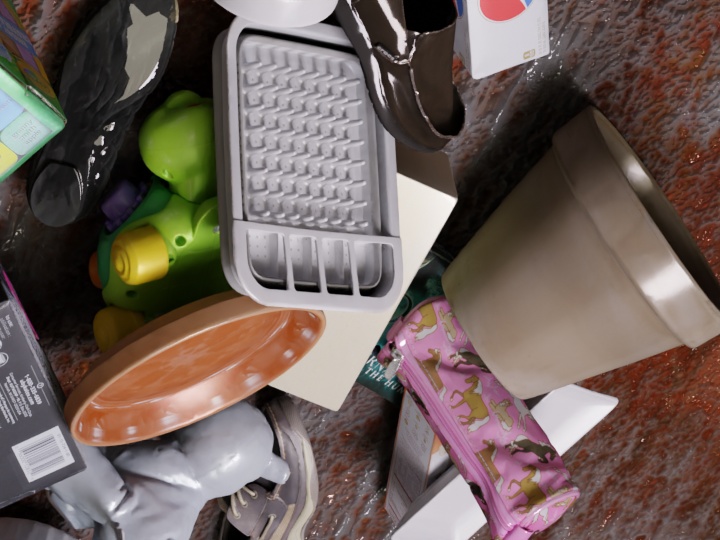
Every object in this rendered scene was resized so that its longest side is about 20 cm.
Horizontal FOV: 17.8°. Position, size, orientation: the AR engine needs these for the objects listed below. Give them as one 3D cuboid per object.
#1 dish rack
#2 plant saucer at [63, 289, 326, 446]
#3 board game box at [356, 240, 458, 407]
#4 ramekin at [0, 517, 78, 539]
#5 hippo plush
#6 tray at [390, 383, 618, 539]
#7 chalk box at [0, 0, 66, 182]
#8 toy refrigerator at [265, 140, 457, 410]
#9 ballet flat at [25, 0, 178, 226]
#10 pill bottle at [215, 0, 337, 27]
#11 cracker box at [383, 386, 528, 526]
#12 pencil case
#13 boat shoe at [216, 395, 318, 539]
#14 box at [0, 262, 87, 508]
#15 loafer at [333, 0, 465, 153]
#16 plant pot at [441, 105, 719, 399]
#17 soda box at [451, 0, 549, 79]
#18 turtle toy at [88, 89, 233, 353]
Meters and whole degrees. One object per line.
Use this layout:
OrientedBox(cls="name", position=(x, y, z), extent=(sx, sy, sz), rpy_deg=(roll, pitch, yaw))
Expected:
OrientedBox(cls="dish rack", position=(-0.043, -0.071, 1.596), extent=(0.043, 0.202, 0.171), rpy_deg=(-8, 171, 42))
OrientedBox(cls="plant saucer", position=(-0.120, 0.064, 1.642), extent=(0.199, 0.033, 0.201), rpy_deg=(-24, 162, -8))
OrientedBox(cls="board game box", position=(0.045, 0.043, 1.866), extent=(0.135, 0.028, 0.199), rpy_deg=(-43, 137, 16))
OrientedBox(cls="ramekin", position=(-0.281, 0.294, 1.829), extent=(0.198, 0.098, 0.202), rpy_deg=(2, 118, 4))
OrientedBox(cls="hippo plush", position=(-0.155, 0.142, 1.771), extent=(0.161, 0.200, 0.160), rpy_deg=(-43, 106, -14))
OrientedBox(cls="tray", position=(0.115, 0.157, 1.893), extent=(0.200, 0.022, 0.107), rpy_deg=(-44, 149, 18))
OrientedBox(cls="chalk box", position=(-0.270, -0.114, 1.400), extent=(0.124, 0.201, 0.124), rpy_deg=(-36, 139, 9))
OrientedBox(cls="toy refrigerator", position=(0.000, 0.000, 1.733), extent=(0.069, 0.076, 0.201), rpy_deg=(22, 115, -15))
OrientedBox(cls="ballet flat", position=(-0.180, -0.120, 1.573), extent=(0.066, 0.057, 0.201), rpy_deg=(24, 115, -11))
OrientedBox(cls="pill bottle", position=(-0.037, -0.261, 1.449), extent=(0.115, 0.116, 0.201), rpy_deg=(-4, 133, -26))
OrientedBox(cls="cracker box", position=(0.097, 0.146, 1.941), extent=(0.133, 0.058, 0.201), rpy_deg=(-22, 150, -20))
OrientedBox(cls="pencil case", position=(0.091, 0.119, 1.793), extent=(0.086, 0.201, 0.083), rpy_deg=(-30, 166, -14))
OrientedBox(cls="boat shoe", position=(-0.082, 0.187, 1.905), extent=(0.073, 0.075, 0.201), rpy_deg=(-11, 135, -20))
OrientedBox(cls="box", position=(-0.291, 0.070, 1.639), extent=(0.131, 0.115, 0.201), rpy_deg=(-24, 140, -7))
OrientedBox(cls="loafer", position=(0.036, -0.159, 1.600), extent=(0.071, 0.073, 0.200), rpy_deg=(-8, 139, 23))
OrientedBox(cls="plant pot", position=(0.163, 0.003, 1.770), extent=(0.173, 0.201, 0.200), rpy_deg=(-34, 139, 12))
OrientedBox(cls="soda box", position=(0.086, -0.232, 1.583), extent=(0.063, 0.068, 0.201), rpy_deg=(-20, 138, -11))
OrientedBox(cls="turtle toy", position=(-0.127, -0.034, 1.631), extent=(0.145, 0.101, 0.201), rpy_deg=(-15, 142, -32))
